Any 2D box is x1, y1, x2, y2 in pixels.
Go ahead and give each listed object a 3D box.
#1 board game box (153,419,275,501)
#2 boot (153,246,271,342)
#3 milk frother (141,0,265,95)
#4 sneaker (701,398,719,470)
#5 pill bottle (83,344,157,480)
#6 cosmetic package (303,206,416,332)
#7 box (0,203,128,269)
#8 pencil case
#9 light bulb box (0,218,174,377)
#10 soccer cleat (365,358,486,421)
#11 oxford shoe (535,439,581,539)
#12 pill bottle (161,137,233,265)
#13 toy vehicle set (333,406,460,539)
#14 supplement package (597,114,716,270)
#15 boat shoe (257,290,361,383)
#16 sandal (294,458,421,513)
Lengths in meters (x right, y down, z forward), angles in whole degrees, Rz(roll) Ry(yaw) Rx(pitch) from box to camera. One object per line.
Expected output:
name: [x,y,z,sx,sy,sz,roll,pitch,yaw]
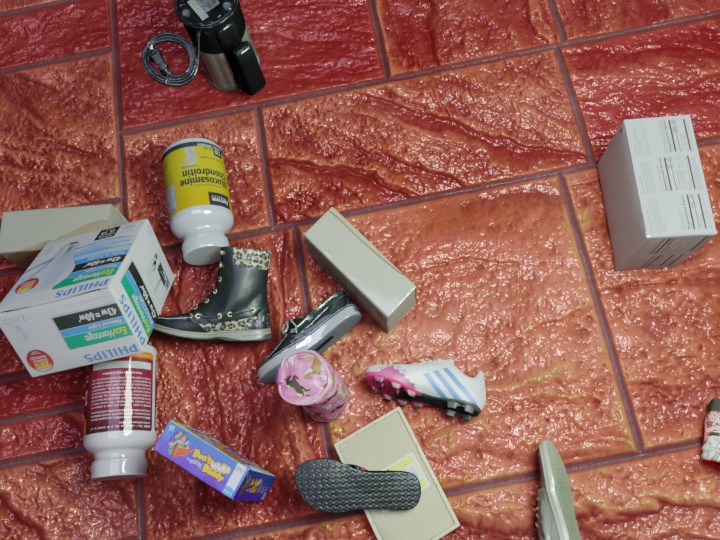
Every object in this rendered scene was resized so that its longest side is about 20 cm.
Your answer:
board game box: [-0.208,0.286,0.991,0.132,0.201,0.045,28,74,12]
boot: [-0.244,0.038,1.125,0.198,0.073,0.158,4,88,-2]
milk frother: [-0.288,-0.395,1.229,0.196,0.189,0.184,-21,70,-3]
sneaker: [0.617,0.279,1.006,0.197,0.067,0.110,19,75,14]
pill bottle: [-0.382,0.225,1.070,0.110,0.113,0.205,-6,71,2]
cosmetic package: [0.000,0.000,1.123,0.073,0.104,0.200,-44,75,-11]
box: [-0.520,-0.059,1.185,0.195,0.095,0.080,-5,71,4]
pencil case: [-0.070,0.178,1.017,0.086,0.201,0.083,-35,71,-6]
light bulb box: [-0.425,0.039,1.059,0.193,0.127,0.202,-13,32,8]
soccer cleat: [0.107,0.177,1.083,0.195,0.070,0.088,16,57,7]
oxford shoe: [0.288,0.360,1.006,0.057,0.074,0.205,-21,65,35]
pill bottle: [-0.283,-0.119,1.177,0.109,0.112,0.204,-13,71,-1]
toy vehicle set: [0.055,0.334,1.048,0.122,0.027,0.203,-27,72,-5]
supplement package: [0.477,-0.122,1.101,0.108,0.156,0.205,-3,71,2]
boat shoe: [-0.095,0.106,1.110,0.198,0.074,0.068,-38,64,-1]
sandal: [-0.006,0.331,1.022,0.195,0.045,0.077,9,77,-8]
